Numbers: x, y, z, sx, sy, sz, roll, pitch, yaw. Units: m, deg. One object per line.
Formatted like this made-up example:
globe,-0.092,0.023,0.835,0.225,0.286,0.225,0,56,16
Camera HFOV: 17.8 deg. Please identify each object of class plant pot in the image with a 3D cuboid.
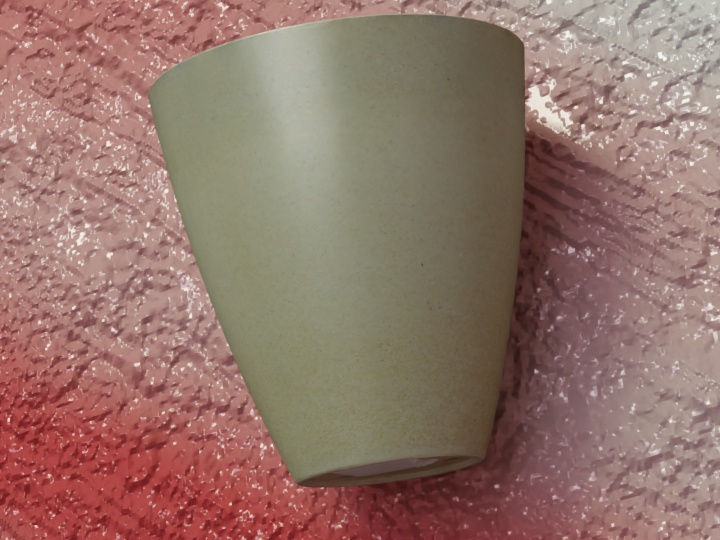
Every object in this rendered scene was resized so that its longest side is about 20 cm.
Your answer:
plant pot,0.000,0.000,1.118,0.187,0.187,0.200,-12,78,26
